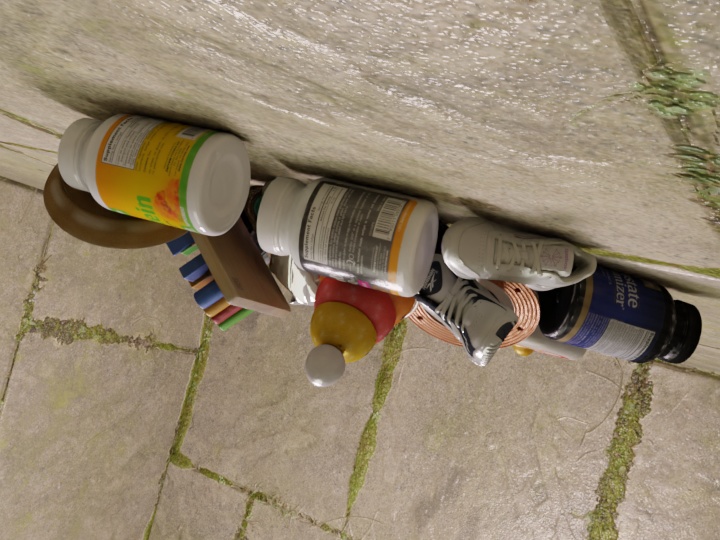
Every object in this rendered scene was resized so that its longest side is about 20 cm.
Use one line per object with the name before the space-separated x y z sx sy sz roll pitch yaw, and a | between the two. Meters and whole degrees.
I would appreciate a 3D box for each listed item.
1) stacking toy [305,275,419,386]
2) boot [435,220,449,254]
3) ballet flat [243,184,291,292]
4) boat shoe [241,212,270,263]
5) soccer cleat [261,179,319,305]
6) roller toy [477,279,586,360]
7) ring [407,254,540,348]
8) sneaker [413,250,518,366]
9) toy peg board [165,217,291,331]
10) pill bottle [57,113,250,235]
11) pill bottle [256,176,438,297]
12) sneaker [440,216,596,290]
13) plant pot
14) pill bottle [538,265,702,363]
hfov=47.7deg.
stacking toy | -0.019 0.068 1.029 0.145 0.201 0.147 17 139 16
boot | 0.020 -0.055 1.084 0.198 0.073 0.144 8 179 -23
ballet flat | -0.119 -0.049 1.219 0.065 0.070 0.201 40 156 52
boat shoe | -0.188 -0.082 1.364 0.071 0.072 0.200 64 175 -35
soccer cleat | -0.105 -0.032 1.154 0.077 0.201 0.070 -14 -153 19
roller toy | 0.259 0.059 1.229 0.181 0.141 0.199 12 175 31
ring | 0.147 0.042 1.114 0.198 0.019 0.201 12 141 10
sneaker | 0.114 0.038 0.985 0.129 0.080 0.199 34 -164 -2
toy peg board | -0.212 -0.011 1.127 0.201 0.097 0.199 59 -171 15
pill bottle | -0.232 -0.112 0.906 0.198 0.112 0.111 14 176 21
pill bottle | -0.015 -0.046 0.970 0.198 0.118 0.116 14 176 18
sneaker | 0.186 -0.023 0.946 0.198 0.076 0.099 8 172 -29
plant pot | -0.284 -0.106 0.996 0.198 0.201 0.028 15 134 0
pill bottle | 0.349 0.061 1.097 0.198 0.113 0.112 15 176 -11
